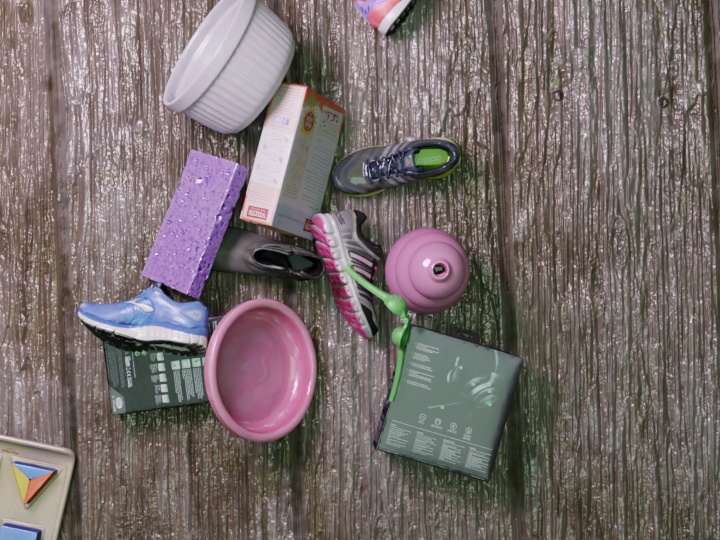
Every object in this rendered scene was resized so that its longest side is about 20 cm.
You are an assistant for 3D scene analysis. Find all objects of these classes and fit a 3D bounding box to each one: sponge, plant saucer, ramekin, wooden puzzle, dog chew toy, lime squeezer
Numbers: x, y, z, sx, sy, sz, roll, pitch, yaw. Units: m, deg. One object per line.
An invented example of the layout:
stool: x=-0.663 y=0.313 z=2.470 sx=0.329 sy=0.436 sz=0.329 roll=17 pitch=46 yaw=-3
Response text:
sponge: x=-0.238 y=-0.067 z=1.685 sx=0.111 sy=0.030 sz=0.201 roll=20 pitch=88 yaw=42
plant saucer: x=-0.149 y=0.142 z=1.669 sx=0.200 sy=0.051 sz=0.203 roll=5 pitch=83 yaw=-45
ramekin: x=-0.178 y=-0.288 z=1.643 sx=0.105 sy=0.200 sz=0.201 roll=32 pitch=88 yaw=-24
wooden puzzle: x=-0.523 y=0.340 z=1.690 sx=0.184 sy=0.046 sz=0.202 roll=12 pitch=89 yaw=-3
dog chew toy: x=0.100 y=0.000 z=1.652 sx=0.123 sy=0.200 sz=0.126 roll=0 pitch=89 yaw=-3
lime squeezer: x=0.040 y=0.080 z=1.641 sx=0.070 sy=0.038 sz=0.202 roll=-19 pitch=89 yaw=2

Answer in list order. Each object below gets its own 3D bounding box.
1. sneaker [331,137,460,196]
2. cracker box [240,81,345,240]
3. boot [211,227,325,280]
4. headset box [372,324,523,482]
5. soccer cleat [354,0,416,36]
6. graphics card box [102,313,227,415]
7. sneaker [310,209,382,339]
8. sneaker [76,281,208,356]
sneaker: x=0.054 y=-0.158 z=1.710 sx=0.198 sy=0.081 sz=0.075 roll=-16 pitch=90 yaw=-3
cracker box: x=-0.095 y=-0.154 z=1.672 sx=0.057 sy=0.134 sz=0.202 roll=13 pitch=88 yaw=24
boot: x=-0.148 y=-0.025 z=1.673 sx=0.198 sy=0.131 sz=0.068 roll=8 pitch=89 yaw=-3
headset box: x=0.127 y=0.183 z=1.706 sx=0.173 sy=0.093 sz=0.202 roll=15 pitch=88 yaw=-2
soccer cleat: x=0.074 y=-0.443 z=1.724 sx=0.073 sy=0.068 sz=0.201 roll=37 pitch=90 yaw=2
graphics card box: x=-0.269 y=0.136 z=1.705 sx=0.198 sy=0.051 sz=0.127 roll=-8 pitch=90 yaw=-4
sneaker: x=0.000 y=0.000 z=1.709 sx=0.087 sy=0.074 sz=0.201 roll=-24 pitch=101 yaw=-20
sneaker: x=-0.301 y=0.064 z=1.644 sx=0.198 sy=0.079 sz=0.090 roll=6 pitch=66 yaw=12
